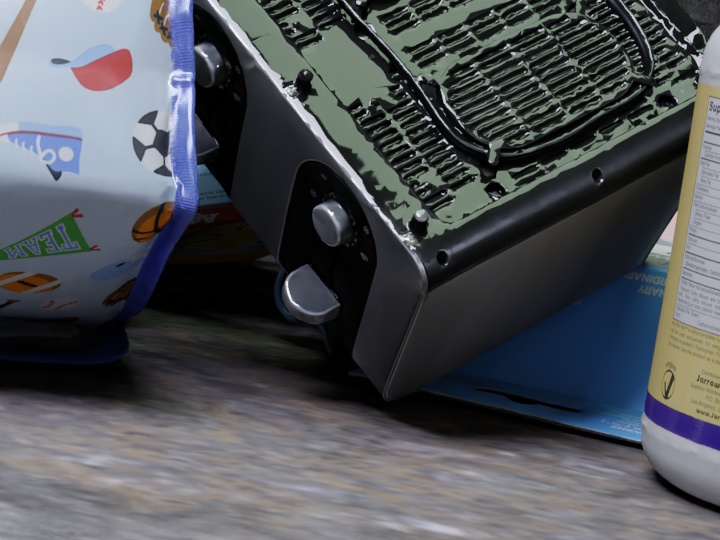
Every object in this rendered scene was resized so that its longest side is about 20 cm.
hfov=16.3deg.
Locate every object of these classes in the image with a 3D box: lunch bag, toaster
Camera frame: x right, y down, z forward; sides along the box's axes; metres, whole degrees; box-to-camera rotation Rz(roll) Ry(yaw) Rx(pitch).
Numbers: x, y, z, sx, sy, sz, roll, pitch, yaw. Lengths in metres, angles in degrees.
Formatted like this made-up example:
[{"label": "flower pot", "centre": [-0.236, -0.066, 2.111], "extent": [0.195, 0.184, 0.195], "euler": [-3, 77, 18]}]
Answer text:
[{"label": "lunch bag", "centre": [-0.157, -0.033, 0.927], "extent": [0.169, 0.124, 0.200], "euler": [5, -19, -16]}, {"label": "toaster", "centre": [0.031, -0.074, 0.978], "extent": [0.200, 0.119, 0.181], "euler": [-28, 69, -29]}]

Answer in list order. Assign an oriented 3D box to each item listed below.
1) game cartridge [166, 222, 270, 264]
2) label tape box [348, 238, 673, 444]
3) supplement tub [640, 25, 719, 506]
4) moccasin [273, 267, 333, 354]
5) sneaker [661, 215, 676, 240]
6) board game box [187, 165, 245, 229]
[{"label": "game cartridge", "centre": [-0.043, -0.037, 1.208], "extent": [0.176, 0.033, 0.200], "euler": [-19, -6, 29]}, {"label": "label tape box", "centre": [0.102, 0.020, 1.068], "extent": [0.144, 0.064, 0.200], "euler": [12, 7, 22]}, {"label": "supplement tub", "centre": [0.184, -0.015, 0.893], "extent": [0.145, 0.201, 0.145], "euler": [9, 7, -1]}, {"label": "moccasin", "centre": [0.000, 0.000, 1.108], "extent": [0.068, 0.081, 0.200], "euler": [20, -3, 17]}, {"label": "sneaker", "centre": [0.176, -0.002, 1.284], "extent": [0.200, 0.076, 0.104], "euler": [-5, 20, -45]}, {"label": "board game box", "centre": [-0.151, -0.057, 1.064], "extent": [0.199, 0.103, 0.019], "euler": [-7, -25, -4]}]
